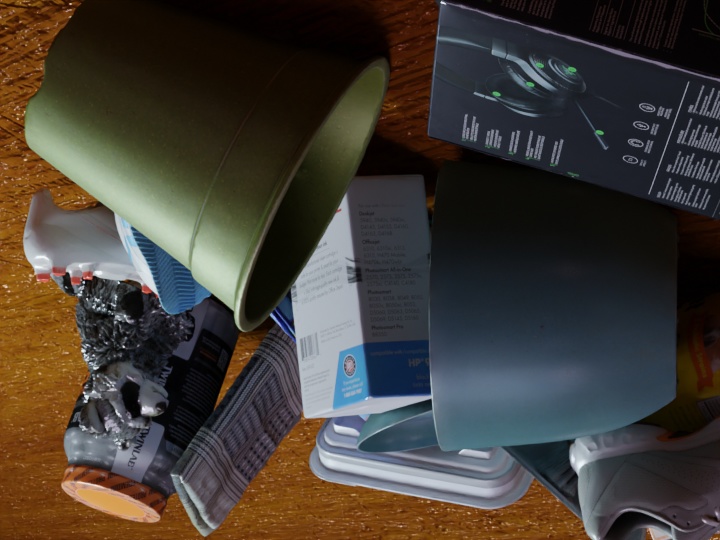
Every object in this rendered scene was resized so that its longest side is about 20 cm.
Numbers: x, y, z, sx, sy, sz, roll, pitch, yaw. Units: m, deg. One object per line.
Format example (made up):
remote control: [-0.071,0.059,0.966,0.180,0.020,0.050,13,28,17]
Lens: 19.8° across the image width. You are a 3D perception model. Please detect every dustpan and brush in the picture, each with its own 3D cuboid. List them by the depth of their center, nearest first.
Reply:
dustpan and brush: [0.160,0.135,1.555,0.140,0.057,0.200,42,-177,-2]

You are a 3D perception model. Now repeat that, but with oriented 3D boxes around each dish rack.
dish rack: [0.067,0.119,1.757,0.200,0.172,0.044,8,131,25]

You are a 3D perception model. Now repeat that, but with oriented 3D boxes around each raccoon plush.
raccoon plush: [-0.228,0.074,1.827,0.097,0.134,0.200,27,177,-36]

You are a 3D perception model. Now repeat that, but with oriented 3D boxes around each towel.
towel: [-0.098,0.146,1.900,0.035,0.193,0.200,31,163,15]

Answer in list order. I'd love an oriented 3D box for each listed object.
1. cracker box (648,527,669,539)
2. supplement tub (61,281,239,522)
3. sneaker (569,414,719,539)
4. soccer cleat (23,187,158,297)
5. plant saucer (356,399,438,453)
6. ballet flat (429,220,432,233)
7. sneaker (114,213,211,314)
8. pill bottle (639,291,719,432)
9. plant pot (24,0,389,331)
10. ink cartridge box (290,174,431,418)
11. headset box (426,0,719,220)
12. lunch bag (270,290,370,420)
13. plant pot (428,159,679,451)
cracker box: [0.321,0.139,1.553,0.200,0.058,0.134,-23,177,33]
supplement tub: [-0.196,0.121,1.891,0.122,0.200,0.123,15,158,6]
sneaker: [0.246,0.151,1.422,0.200,0.092,0.076,-9,148,16]
soccer cleat: [-0.188,-0.023,1.725,0.200,0.078,0.069,8,165,-38]
plant saucer: [0.091,0.101,1.597,0.200,0.027,0.200,-14,166,-3]
ballet flat: [0.093,0.028,1.613,0.200,0.067,0.068,32,155,-31]
sneaker: [-0.161,-0.051,1.604,0.081,0.076,0.200,50,157,31]
pill bottle: [0.269,0.068,1.481,0.200,0.109,0.109,-21,139,35]
plant pot: [-0.110,-0.092,1.353,0.190,0.200,0.200,28,161,9]
ink cartridge box: [0.000,0.000,1.494,0.067,0.200,0.116,-2,171,-26]
headset box: [0.133,-0.125,1.161,0.200,0.093,0.174,16,159,6]
lunch bag: [-0.030,0.032,1.676,0.200,0.094,0.151,39,177,23]
plant pot: [0.137,0.024,1.409,0.161,0.201,0.201,0,156,8]
